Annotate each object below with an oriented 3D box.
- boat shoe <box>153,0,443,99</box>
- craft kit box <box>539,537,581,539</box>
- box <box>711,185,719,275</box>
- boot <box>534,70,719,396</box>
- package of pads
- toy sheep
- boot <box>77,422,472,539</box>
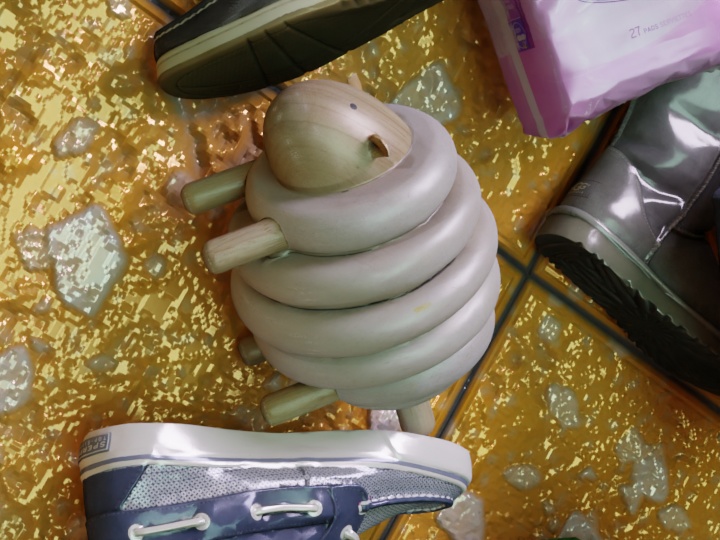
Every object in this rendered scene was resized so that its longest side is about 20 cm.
[{"bbox_3d":[-0.007,-0.142,0.725,0.200,0.072,0.066,-24,78,10],"label":"boat shoe"},{"bbox_3d":[0.036,0.245,0.834,0.199,0.048,0.199,1,99,-28],"label":"craft kit box"},{"bbox_3d":[0.275,-0.001,0.836,0.200,0.104,0.183,-41,130,-42],"label":"box"},{"bbox_3d":[0.201,-0.052,0.875,0.182,0.072,0.200,43,70,-27],"label":"boot"},{"bbox_3d":[0.108,-0.175,0.779,0.120,0.076,0.201,-22,97,-15],"label":"package of pads"},{"bbox_3d":[0.000,0.000,0.738,0.138,0.138,0.201,-34,132,-20],"label":"toy sheep"},{"bbox_3d":[-0.035,0.124,0.747,0.199,0.073,0.091,5,69,-26],"label":"boot"}]
